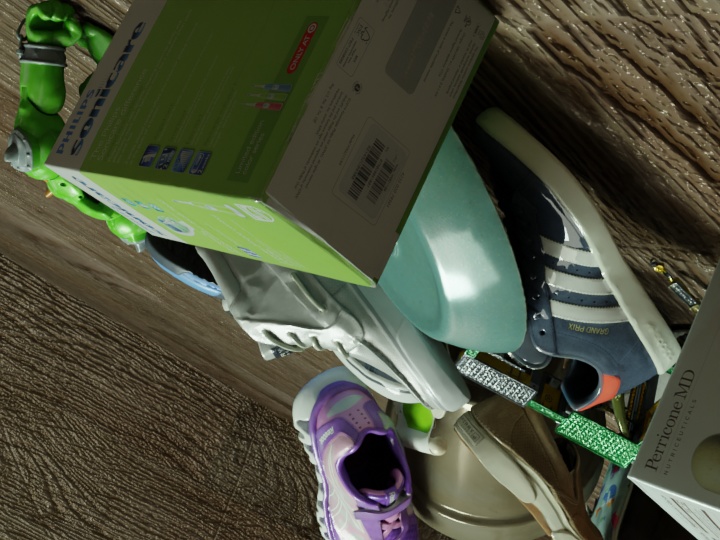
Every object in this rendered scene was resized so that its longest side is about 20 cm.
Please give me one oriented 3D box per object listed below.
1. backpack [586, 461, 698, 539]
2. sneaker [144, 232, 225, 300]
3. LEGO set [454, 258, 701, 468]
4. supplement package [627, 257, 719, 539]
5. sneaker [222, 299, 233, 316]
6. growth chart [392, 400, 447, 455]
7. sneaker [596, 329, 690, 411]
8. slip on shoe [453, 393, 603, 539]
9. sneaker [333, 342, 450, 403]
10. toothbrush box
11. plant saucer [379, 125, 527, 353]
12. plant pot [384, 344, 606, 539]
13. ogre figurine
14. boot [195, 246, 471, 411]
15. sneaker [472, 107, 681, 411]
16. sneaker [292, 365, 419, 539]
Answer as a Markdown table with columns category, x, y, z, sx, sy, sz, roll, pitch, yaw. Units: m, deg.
| category | x | y | z | sx | sy | sz | roll | pitch | yaw |
| --- | --- | --- | --- | --- | --- | --- | --- | --- | --- |
| backpack | 0.277 | 0.236 | 1.049 | 0.176 | 0.201 | 0.151 | 26 | 143 | 0 |
| sneaker | -0.074 | 0.014 | 0.959 | 0.198 | 0.066 | 0.079 | 16 | 145 | -14 |
| LEGO set | 0.160 | 0.031 | 0.850 | 0.198 | 0.116 | 0.154 | 22 | 138 | 1 |
| supplement package | 0.287 | 0.102 | 0.683 | 0.199 | 0.153 | 0.150 | 16 | 164 | 42 |
| sneaker | -0.089 | -0.046 | 1.082 | 0.075 | 0.117 | 0.200 | -10 | -161 | 2 |
| growth chart | 0.035 | 0.047 | 0.972 | 0.018 | 0.202 | 0.145 | -5 | 169 | -14 |
| sneaker | 0.254 | 0.090 | 0.937 | 0.088 | 0.076 | 0.200 | 16 | 176 | -13 |
| slip on shoe | 0.146 | 0.159 | 0.947 | 0.200 | 0.061 | 0.076 | 48 | -179 | -32 |
| sneaker | 0.000 | 0.000 | 0.880 | 0.201 | 0.078 | 0.080 | 54 | 151 | 31 |
| toothbrush box | -0.051 | -0.088 | 0.620 | 0.199 | 0.147 | 0.086 | 12 | 162 | 47 |
| plant saucer | 0.023 | -0.033 | 0.703 | 0.201 | 0.036 | 0.200 | 56 | 166 | 21 |
| plant pot | 0.110 | 0.104 | 1.039 | 0.198 | 0.201 | 0.174 | 22 | 151 | 21 |
| ogre figurine | -0.186 | -0.099 | 0.920 | 0.097 | 0.121 | 0.200 | 20 | 166 | 26 |
| boot | -0.021 | 0.032 | 0.808 | 0.200 | 0.095 | 0.074 | 51 | -172 | 13 |
| sneaker | 0.105 | 0.003 | 0.704 | 0.201 | 0.084 | 0.075 | 53 | -175 | -24 |
| sneaker | 0.009 | 0.178 | 0.989 | 0.088 | 0.080 | 0.202 | 29 | 142 | 54 |
